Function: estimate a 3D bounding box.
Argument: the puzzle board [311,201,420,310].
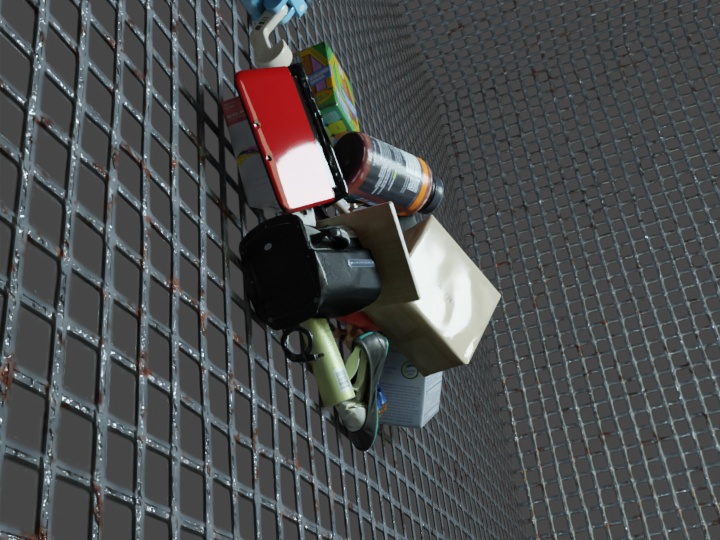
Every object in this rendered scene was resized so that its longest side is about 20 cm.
[{"bbox_3d":[-0.010,-0.013,1.316,0.017,0.199,0.151,-28,102,-52],"label":"puzzle board"}]

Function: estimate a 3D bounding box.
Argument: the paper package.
[{"bbox_3d":[0.116,0.044,1.432,0.200,0.103,0.191,48,48,-15],"label":"paper package"}]

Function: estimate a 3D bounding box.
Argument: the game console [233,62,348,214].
[{"bbox_3d":[-0.108,-0.178,1.210,0.201,0.118,0.172,71,-17,-2],"label":"game console"}]

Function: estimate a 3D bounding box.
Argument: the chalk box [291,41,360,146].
[{"bbox_3d":[-0.078,-0.266,1.462,0.125,0.123,0.201,54,21,-54],"label":"chalk box"}]

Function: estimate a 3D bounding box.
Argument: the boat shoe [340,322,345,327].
[{"bbox_3d":[0.006,0.071,1.563,0.200,0.068,0.072,39,37,-66],"label":"boat shoe"}]

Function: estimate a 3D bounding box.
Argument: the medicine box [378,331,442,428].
[{"bbox_3d":[0.091,0.177,1.591,0.182,0.102,0.201,2,93,-75],"label":"medicine box"}]

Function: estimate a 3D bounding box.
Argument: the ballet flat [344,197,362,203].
[{"bbox_3d":[0.010,-0.156,1.583,0.073,0.199,0.073,14,90,-71],"label":"ballet flat"}]

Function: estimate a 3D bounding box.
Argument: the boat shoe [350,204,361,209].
[{"bbox_3d":[-0.009,-0.145,1.771,0.072,0.072,0.201,-21,-96,67],"label":"boat shoe"}]

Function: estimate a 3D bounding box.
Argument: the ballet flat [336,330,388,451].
[{"bbox_3d":[-0.006,0.193,1.355,0.068,0.068,0.201,0,100,-45],"label":"ballet flat"}]

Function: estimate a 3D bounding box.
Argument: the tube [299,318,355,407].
[{"bbox_3d":[-0.064,0.108,1.308,0.058,0.052,0.201,-27,-100,63],"label":"tube"}]

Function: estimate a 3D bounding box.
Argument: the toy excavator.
[{"bbox_3d":[-0.154,-0.441,1.453,0.194,0.200,0.100,31,-8,30],"label":"toy excavator"}]

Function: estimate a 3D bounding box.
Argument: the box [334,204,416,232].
[{"bbox_3d":[0.045,-0.031,1.604,0.200,0.086,0.164,23,-44,64],"label":"box"}]

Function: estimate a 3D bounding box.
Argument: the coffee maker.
[{"bbox_3d":[-0.066,0.025,1.203,0.200,0.134,0.193,4,88,-65],"label":"coffee maker"}]

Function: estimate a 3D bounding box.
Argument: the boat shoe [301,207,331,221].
[{"bbox_3d":[-0.045,-0.057,1.443,0.201,0.072,0.072,65,15,-5],"label":"boat shoe"}]

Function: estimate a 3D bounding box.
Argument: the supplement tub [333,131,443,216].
[{"bbox_3d":[0.047,-0.155,1.439,0.199,0.107,0.107,18,52,-38],"label":"supplement tub"}]

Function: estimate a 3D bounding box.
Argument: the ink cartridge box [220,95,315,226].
[{"bbox_3d":[-0.133,-0.155,1.269,0.116,0.067,0.201,5,69,-75],"label":"ink cartridge box"}]

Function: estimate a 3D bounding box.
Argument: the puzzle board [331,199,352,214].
[{"bbox_3d":[-0.044,-0.120,1.421,0.200,0.017,0.151,43,-1,-31],"label":"puzzle board"}]

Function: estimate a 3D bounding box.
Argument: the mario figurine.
[{"bbox_3d":[-0.010,0.148,1.456,0.123,0.106,0.201,-176,-101,-69],"label":"mario figurine"}]
